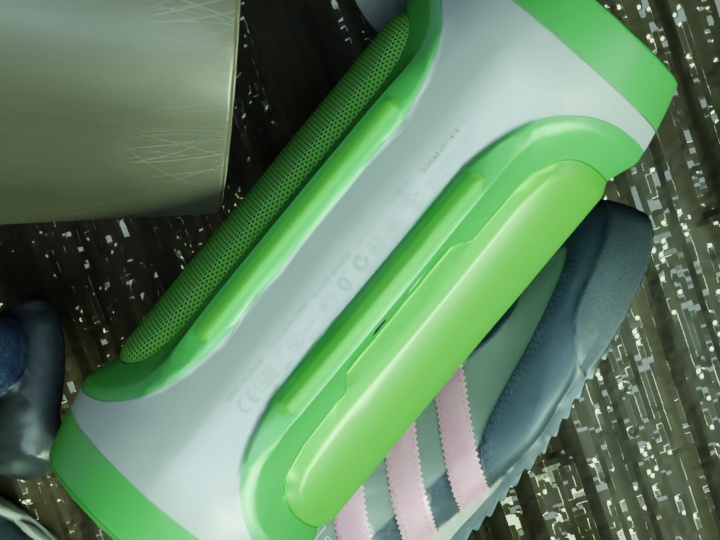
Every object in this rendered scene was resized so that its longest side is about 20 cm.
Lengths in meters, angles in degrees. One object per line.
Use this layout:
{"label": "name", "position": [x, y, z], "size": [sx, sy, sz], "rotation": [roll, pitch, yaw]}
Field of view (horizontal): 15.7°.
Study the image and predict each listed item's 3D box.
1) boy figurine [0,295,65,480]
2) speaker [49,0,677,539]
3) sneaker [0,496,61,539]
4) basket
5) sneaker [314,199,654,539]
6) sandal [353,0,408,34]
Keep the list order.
{"label": "boy figurine", "position": [-0.177, 0.022, 0.738], "size": [0.124, 0.199, 0.065], "rotation": [-15, 72, 42]}
{"label": "speaker", "position": [0.000, 0.000, 0.752], "size": [0.088, 0.088, 0.200], "rotation": [39, 92, -10]}
{"label": "sneaker", "position": [-0.098, 0.161, 0.808], "size": [0.079, 0.130, 0.200], "rotation": [-24, 105, -5]}
{"label": "basket", "position": [-0.135, -0.077, 0.747], "size": [0.199, 0.136, 0.181], "rotation": [4, 138, -6]}
{"label": "sneaker", "position": [0.006, 0.045, 0.810], "size": [0.082, 0.070, 0.200], "rotation": [37, 101, -11]}
{"label": "sandal", "position": [0.073, -0.142, 0.770], "size": [0.076, 0.043, 0.200], "rotation": [34, 104, -8]}
